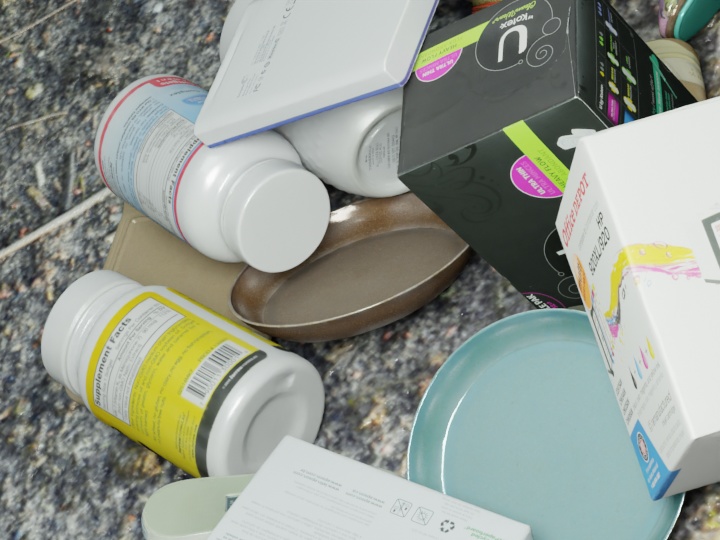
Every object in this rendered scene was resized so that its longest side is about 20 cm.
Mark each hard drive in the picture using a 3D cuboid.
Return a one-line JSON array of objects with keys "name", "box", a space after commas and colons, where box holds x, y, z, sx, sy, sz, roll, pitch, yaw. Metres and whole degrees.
[{"name": "hard drive", "box": [-0.027, -0.164, 1.610, 0.200, 0.025, 0.132, -14, 45, 44]}]

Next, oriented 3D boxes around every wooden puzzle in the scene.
[{"name": "wooden puzzle", "box": [-0.132, 0.015, 1.783, 0.185, 0.037, 0.200, -5, 57, 30]}]

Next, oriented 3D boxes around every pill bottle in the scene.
[{"name": "pill bottle", "box": [-0.134, 0.079, 1.650, 0.200, 0.114, 0.114, 27, 72, 34]}, {"name": "pill bottle", "box": [-0.112, -0.072, 1.721, 0.109, 0.109, 0.200, -48, 42, -10]}]

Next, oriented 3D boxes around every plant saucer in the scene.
[{"name": "plant saucer", "box": [0.000, 0.000, 1.662, 0.200, 0.032, 0.200, -18, 24, 8]}, {"name": "plant saucer", "box": [0.125, 0.126, 1.478, 0.200, 0.027, 0.201, -7, 75, 27]}]

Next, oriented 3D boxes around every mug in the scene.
[{"name": "mug", "box": [-0.003, -0.163, 1.730, 0.147, 0.200, 0.175, -9, 41, -28]}]

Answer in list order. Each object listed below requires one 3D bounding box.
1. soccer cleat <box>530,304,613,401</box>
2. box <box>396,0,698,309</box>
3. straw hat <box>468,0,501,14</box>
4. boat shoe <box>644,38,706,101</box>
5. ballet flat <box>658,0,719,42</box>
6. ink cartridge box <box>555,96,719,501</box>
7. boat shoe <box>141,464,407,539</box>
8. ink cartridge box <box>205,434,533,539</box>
[{"name": "soccer cleat", "box": [0.204, 0.053, 1.510, 0.200, 0.070, 0.087, -21, 61, 22]}, {"name": "box", "box": [0.141, -0.082, 1.542, 0.148, 0.200, 0.125, -23, 45, 30]}, {"name": "straw hat", "box": [0.137, -0.190, 1.724, 0.201, 0.201, 0.085, -3, 95, 32]}, {"name": "boat shoe", "box": [0.158, -0.110, 1.663, 0.200, 0.071, 0.065, -21, 45, 17]}, {"name": "ballet flat", "box": [0.274, -0.252, 1.694, 0.071, 0.069, 0.200, 39, 73, 22]}, {"name": "ink cartridge box", "box": [0.223, 0.013, 1.381, 0.144, 0.147, 0.201, -15, 71, -8]}, {"name": "boat shoe", "box": [-0.049, 0.181, 1.558, 0.200, 0.072, 0.070, -3, 46, 8]}, {"name": "ink cartridge box", "box": [-0.019, 0.214, 1.439, 0.199, 0.041, 0.200, 19, 52, 30]}]
